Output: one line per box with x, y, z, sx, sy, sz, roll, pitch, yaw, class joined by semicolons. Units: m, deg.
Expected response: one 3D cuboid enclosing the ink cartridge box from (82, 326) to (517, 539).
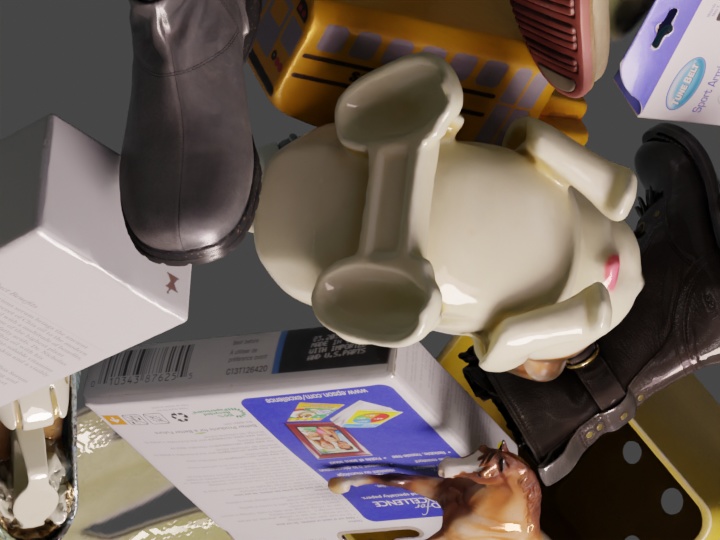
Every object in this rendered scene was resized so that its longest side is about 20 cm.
-0.020;0.099;1.558;0.197;0.047;0.200;-8;147;28;ink cartridge box

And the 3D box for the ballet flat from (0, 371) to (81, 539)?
-0.178;0.076;1.506;0.074;0.074;0.201;-15;136;-15;ballet flat

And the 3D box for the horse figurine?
0.069;0.164;1.529;0.132;0.050;0.200;-12;125;29;horse figurine

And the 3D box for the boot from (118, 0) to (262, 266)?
-0.091;-0.112;1.284;0.069;0.201;0.132;-8;141;6;boot

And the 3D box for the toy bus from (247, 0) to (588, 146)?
0.034;-0.106;1.445;0.199;0.065;0.078;8;125;-34;toy bus

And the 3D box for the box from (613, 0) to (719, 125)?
0.232;-0.135;1.545;0.199;0.042;0.119;5;129;-29;box

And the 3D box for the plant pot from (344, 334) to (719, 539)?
0.140;0.140;1.663;0.176;0.200;0.200;1;133;-50;plant pot

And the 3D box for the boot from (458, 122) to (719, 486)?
0.132;0.014;1.523;0.174;0.200;0.069;-28;127;3;boot

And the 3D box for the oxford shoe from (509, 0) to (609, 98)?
0.113;-0.183;1.380;0.075;0.070;0.201;-21;123;-27;oxford shoe

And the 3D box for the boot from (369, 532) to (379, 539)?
-0.025;0.247;1.762;0.155;0.077;0.201;-6;122;17;boot

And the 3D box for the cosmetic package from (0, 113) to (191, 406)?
-0.186;0.008;1.368;0.199;0.072;0.101;-23;139;35;cosmetic package

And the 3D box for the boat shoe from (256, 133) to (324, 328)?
0.000;0.000;1.527;0.062;0.073;0.200;-23;133;-1;boat shoe

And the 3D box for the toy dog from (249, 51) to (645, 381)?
0.055;-0.005;1.404;0.199;0.140;0.193;15;159;-41;toy dog
